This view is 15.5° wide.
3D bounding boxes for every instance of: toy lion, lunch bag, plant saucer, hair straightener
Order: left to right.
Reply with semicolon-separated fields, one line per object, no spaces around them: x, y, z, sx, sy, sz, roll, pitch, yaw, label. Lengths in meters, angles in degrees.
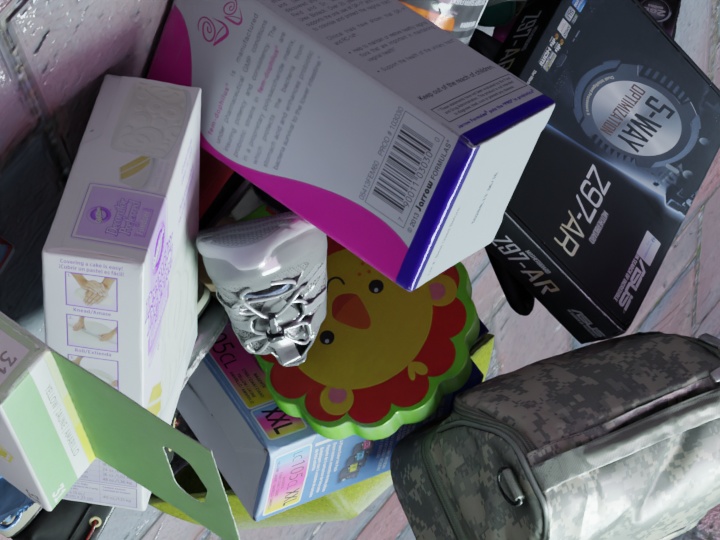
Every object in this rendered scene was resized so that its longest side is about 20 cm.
-0.123;0.005;1.617;0.200;0.041;0.077;-59;161;11;hair straightener
-0.020;0.123;1.868;0.200;0.048;0.200;-10;-158;47;plant saucer
0.000;0.000;1.673;0.200;0.192;0.069;-52;161;-11;toy lion
0.143;0.119;1.671;0.200;0.139;0.168;-19;173;-28;lunch bag

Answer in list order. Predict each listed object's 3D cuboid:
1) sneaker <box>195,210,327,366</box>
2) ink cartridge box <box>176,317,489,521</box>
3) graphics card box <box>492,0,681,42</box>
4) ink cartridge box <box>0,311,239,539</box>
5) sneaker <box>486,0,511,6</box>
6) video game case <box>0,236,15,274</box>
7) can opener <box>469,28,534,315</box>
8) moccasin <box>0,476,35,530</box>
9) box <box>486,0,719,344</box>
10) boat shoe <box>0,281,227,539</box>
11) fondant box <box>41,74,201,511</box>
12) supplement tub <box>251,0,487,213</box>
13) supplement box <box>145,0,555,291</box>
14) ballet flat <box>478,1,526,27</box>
-0.045;0.013;1.545;0.075;0.082;0.200;-12;172;6;sneaker
-0.014;0.065;1.747;0.200;0.136;0.076;-17;144;-30;ink cartridge box
0.142;-0.115;1.825;0.051;0.125;0.200;94;12;-55;graphics card box
-0.158;0.081;1.356;0.048;0.200;0.146;-49;160;-18;ink cartridge box
0.099;-0.212;1.631;0.083;0.071;0.200;3;158;-42;sneaker
-0.263;0.035;1.363;0.143;0.017;0.200;-58;161;7;video game case
0.084;-0.066;1.728;0.079;0.063;0.200;-25;103;-39;can opener
-0.222;0.111;1.510;0.068;0.080;0.200;-49;162;24;moccasin
0.145;-0.079;1.703;0.044;0.160;0.200;-15;-143;51;box
-0.145;0.097;1.646;0.201;0.063;0.074;-53;-162;3;boat shoe
-0.130;0.014;1.469;0.200;0.058;0.144;93;7;-45;fondant box
0.003;-0.124;1.594;0.107;0.107;0.200;-20;138;-59;supplement tub
-0.010;-0.094;1.481;0.103;0.200;0.101;-30;150;-54;supplement box
0.084;-0.234;1.716;0.200;0.067;0.062;94;5;-62;ballet flat
